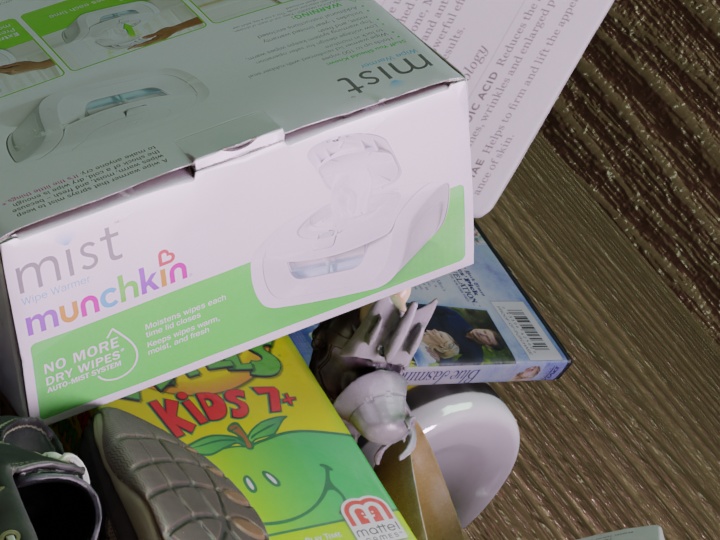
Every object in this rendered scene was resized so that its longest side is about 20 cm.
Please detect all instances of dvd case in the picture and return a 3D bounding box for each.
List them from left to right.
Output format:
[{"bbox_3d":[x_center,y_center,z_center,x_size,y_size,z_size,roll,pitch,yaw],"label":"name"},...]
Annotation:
[{"bbox_3d":[0.003,-0.002,1.288,0.200,0.018,0.143,0,47,-47],"label":"dvd case"}]

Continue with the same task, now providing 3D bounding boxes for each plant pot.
[{"bbox_3d":[0.038,0.164,1.147,0.200,0.027,0.201,-17,90,-85],"label":"plant pot"}]

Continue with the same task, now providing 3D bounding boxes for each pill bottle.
[{"bbox_3d":[-0.017,0.045,1.354,0.200,0.114,0.114,51,12,33],"label":"pill bottle"}]

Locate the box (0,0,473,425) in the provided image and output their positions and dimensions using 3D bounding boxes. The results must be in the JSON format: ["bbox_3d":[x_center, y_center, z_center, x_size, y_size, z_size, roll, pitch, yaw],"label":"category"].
[{"bbox_3d":[-0.081,-0.050,1.055,0.176,0.200,0.097,45,-32,46],"label":"box"}]

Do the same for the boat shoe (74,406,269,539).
[{"bbox_3d":[-0.070,0.126,0.945,0.074,0.073,0.200,32,17,-37],"label":"boat shoe"}]

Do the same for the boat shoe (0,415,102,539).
[{"bbox_3d":[-0.114,0.092,0.881,0.200,0.067,0.072,-82,149,-79],"label":"boat shoe"}]

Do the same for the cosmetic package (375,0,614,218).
[{"bbox_3d":[-0.006,-0.154,1.322,0.200,0.165,0.165,14,26,-33],"label":"cosmetic package"}]

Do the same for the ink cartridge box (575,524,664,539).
[{"bbox_3d":[0.113,0.212,1.149,0.200,0.086,0.147,-67,140,-80],"label":"ink cartridge box"}]

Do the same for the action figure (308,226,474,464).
[{"bbox_3d":[0.000,0.000,1.146,0.069,0.130,0.200,16,43,-31],"label":"action figure"}]

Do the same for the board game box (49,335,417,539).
[{"bbox_3d":[-0.068,0.066,1.089,0.101,0.048,0.200,-9,47,-30],"label":"board game box"}]
